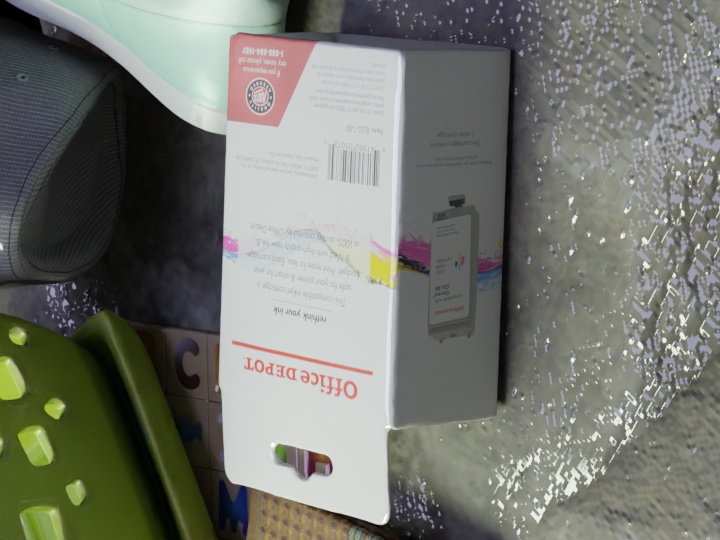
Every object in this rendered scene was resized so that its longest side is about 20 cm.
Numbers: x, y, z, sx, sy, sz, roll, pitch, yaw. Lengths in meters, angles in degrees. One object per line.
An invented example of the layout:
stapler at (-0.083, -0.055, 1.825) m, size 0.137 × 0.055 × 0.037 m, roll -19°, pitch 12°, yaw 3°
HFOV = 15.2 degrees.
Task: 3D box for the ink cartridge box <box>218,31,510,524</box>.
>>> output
ink cartridge box at (0.000, 0.000, 1.171) m, size 0.116 × 0.067 × 0.201 m, roll 11°, pitch 102°, yaw 48°

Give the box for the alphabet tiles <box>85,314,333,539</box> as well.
alphabet tiles at (-0.071, 0.113, 1.311) m, size 0.200 × 0.008 × 0.168 m, roll 6°, pitch 99°, yaw 48°

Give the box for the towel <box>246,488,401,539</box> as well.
towel at (-0.008, 0.208, 1.235) m, size 0.146 × 0.022 × 0.201 m, roll 21°, pitch 112°, yaw 44°

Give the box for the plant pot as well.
plant pot at (-0.183, 0.135, 1.298) m, size 0.199 × 0.181 × 0.200 m, roll -40°, pitch 65°, yaw 44°

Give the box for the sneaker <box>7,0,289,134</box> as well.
sneaker at (-0.104, -0.163, 1.250) m, size 0.200 × 0.074 × 0.118 m, roll 35°, pitch 127°, yaw 22°

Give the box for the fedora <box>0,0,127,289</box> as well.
fedora at (-0.170, -0.047, 1.286) m, size 0.090 × 0.200 × 0.177 m, roll 13°, pitch 116°, yaw 17°
